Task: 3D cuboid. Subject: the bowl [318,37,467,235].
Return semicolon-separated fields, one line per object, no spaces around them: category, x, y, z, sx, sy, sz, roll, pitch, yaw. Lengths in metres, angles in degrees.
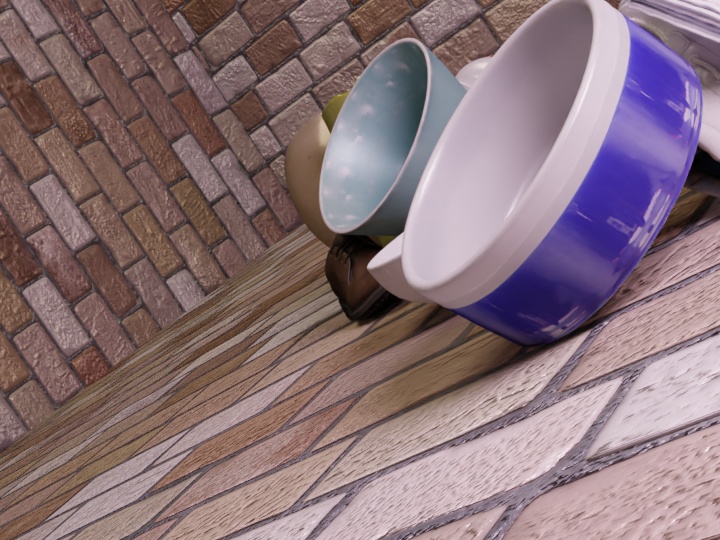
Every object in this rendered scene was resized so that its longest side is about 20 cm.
bowl;0.052;-0.114;1.364;0.201;0.104;0.202;-43;36;42

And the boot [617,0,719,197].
boot;0.202;-0.113;0.866;0.095;0.074;0.200;-38;37;-7

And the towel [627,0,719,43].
towel;0.266;-0.178;0.861;0.199;0.146;0.024;-29;-42;-41

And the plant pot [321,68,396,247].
plant pot;0.057;-0.143;1.586;0.200;0.185;0.200;-35;-3;-2

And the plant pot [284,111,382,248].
plant pot;0.008;-0.091;1.733;0.199;0.200;0.135;-32;42;22

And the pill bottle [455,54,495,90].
pill bottle;0.163;-0.179;1.484;0.199;0.112;0.111;-22;-5;-46

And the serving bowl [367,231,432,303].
serving bowl;0.104;-0.032;1.118;0.199;0.066;0.200;-33;6;4

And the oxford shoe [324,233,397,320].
oxford shoe;0.000;0.000;1.373;0.072;0.085;0.200;-34;7;-16

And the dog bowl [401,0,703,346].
dog bowl;0.110;-0.059;0.823;0.201;0.078;0.201;-53;19;26
